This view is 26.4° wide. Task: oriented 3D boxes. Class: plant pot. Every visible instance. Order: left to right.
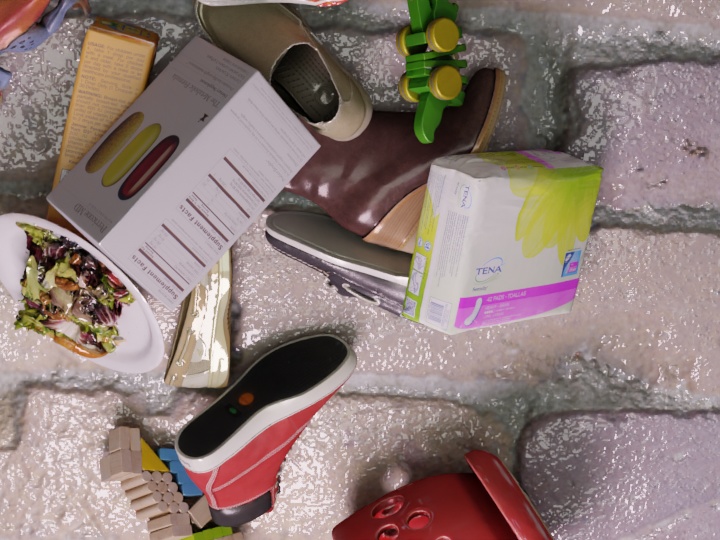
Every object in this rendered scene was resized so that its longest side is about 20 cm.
[{"bbox_3d":[0.097,0.289,1.489,0.182,0.200,0.201,-32,107,-3],"label":"plant pot"}]

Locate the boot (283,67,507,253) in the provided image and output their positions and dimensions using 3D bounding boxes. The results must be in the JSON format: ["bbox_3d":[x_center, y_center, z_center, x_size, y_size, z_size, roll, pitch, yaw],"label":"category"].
[{"bbox_3d":[0.027,-0.128,1.418,0.166,0.072,0.200,28,97,-6],"label":"boot"}]

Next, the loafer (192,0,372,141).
[{"bbox_3d":[-0.071,-0.196,1.373,0.200,0.068,0.076,40,98,4],"label":"loafer"}]

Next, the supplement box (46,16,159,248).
[{"bbox_3d":[-0.236,-0.125,1.403,0.069,0.067,0.201,11,106,-7],"label":"supplement box"}]

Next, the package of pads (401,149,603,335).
[{"bbox_3d":[0.134,-0.032,1.402,0.200,0.068,0.155,-9,115,-47],"label":"package of pads"}]

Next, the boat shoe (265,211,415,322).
[{"bbox_3d":[0.000,0.000,1.456,0.199,0.074,0.060,16,122,-8],"label":"boat shoe"}]

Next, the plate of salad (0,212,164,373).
[{"bbox_3d":[-0.267,0.029,1.398,0.200,0.200,0.048,48,56,-15],"label":"plate of salad"}]

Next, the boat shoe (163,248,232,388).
[{"bbox_3d":[-0.155,0.018,1.450,0.063,0.073,0.201,-1,114,-8],"label":"boat shoe"}]

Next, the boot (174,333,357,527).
[{"bbox_3d":[-0.078,0.161,1.505,0.200,0.072,0.144,-36,137,-15],"label":"boot"}]

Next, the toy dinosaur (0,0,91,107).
[{"bbox_3d":[-0.334,-0.214,1.332,0.181,0.200,0.105,-40,90,-24],"label":"toy dinosaur"}]

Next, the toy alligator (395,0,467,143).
[{"bbox_3d":[0.068,-0.215,1.370,0.054,0.059,0.201,-6,94,-33],"label":"toy alligator"}]

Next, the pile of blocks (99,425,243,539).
[{"bbox_3d":[-0.188,0.235,1.528,0.062,0.082,0.200,-25,101,49],"label":"pile of blocks"}]

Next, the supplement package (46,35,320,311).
[{"bbox_3d":[-0.155,-0.086,1.351,0.200,0.114,0.110,-49,133,-7],"label":"supplement package"}]

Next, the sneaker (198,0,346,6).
[{"bbox_3d":[-0.059,-0.273,1.334,0.199,0.077,0.073,-9,66,-5],"label":"sneaker"}]
